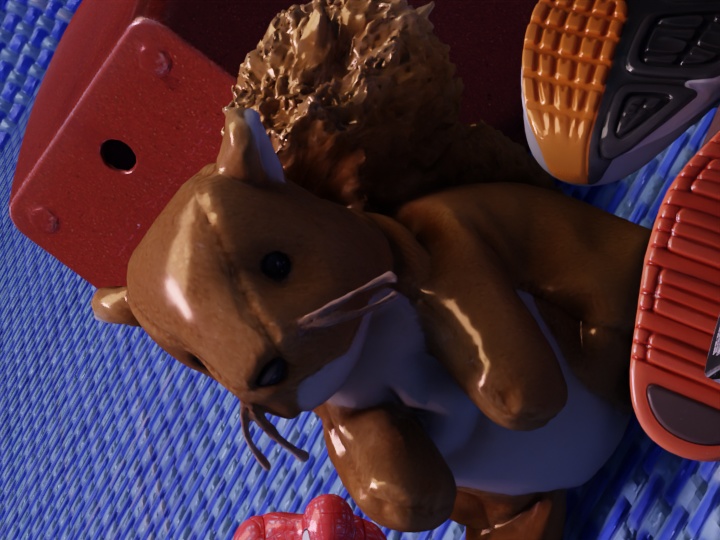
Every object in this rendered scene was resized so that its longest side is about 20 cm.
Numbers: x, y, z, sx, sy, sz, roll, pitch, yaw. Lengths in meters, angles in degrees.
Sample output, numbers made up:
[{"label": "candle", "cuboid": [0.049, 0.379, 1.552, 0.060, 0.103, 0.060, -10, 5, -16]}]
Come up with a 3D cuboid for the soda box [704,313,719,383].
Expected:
[{"label": "soda box", "cuboid": [0.162, -0.049, 0.820, 0.063, 0.071, 0.201, -35, 32, 59]}]

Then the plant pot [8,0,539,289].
[{"label": "plant pot", "cuboid": [-0.032, -0.069, 1.196, 0.200, 0.200, 0.176, -50, 5, 41]}]

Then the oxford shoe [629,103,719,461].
[{"label": "oxford shoe", "cuboid": [0.135, -0.023, 0.912, 0.073, 0.071, 0.200, 102, -166, -68]}]

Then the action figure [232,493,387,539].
[{"label": "action figure", "cuboid": [-0.025, 0.158, 1.059, 0.200, 0.065, 0.099, 106, 161, -52]}]

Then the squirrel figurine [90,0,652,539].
[{"label": "squirrel figurine", "cuboid": [0.000, 0.000, 0.988, 0.142, 0.186, 0.200, -51, 38, 32]}]

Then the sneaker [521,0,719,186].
[{"label": "sneaker", "cuboid": [0.113, -0.079, 1.018, 0.200, 0.075, 0.092, -53, -27, -42]}]
